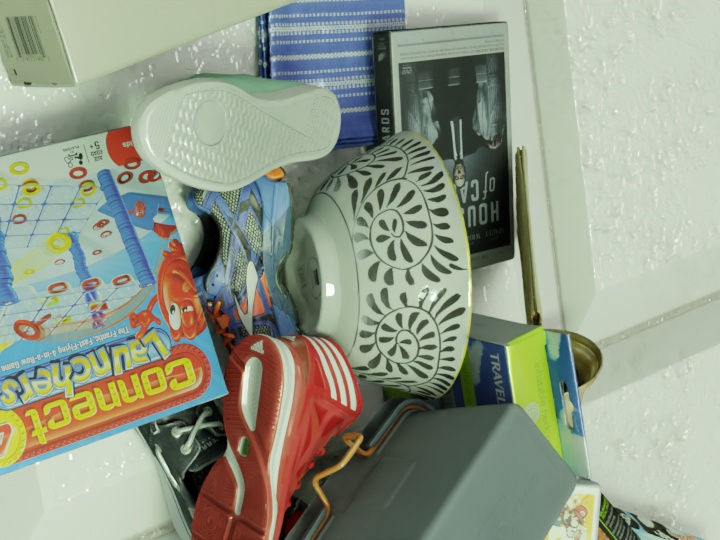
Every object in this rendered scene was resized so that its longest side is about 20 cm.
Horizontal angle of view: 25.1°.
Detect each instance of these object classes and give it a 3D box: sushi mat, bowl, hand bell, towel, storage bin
[{"bbox_3d":[0.136,-0.002,1.307,0.201,0.012,0.096,-89,174,-47],"label":"sushi mat"},{"bbox_3d":[0.000,0.000,1.201,0.093,0.200,0.203,-5,100,-21],"label":"bowl"},{"bbox_3d":[0.167,0.164,1.422,0.104,0.104,0.202,-29,126,-31],"label":"hand bell"},{"bbox_3d":[-0.018,-0.195,1.252,0.144,0.024,0.203,-9,102,-38],"label":"towel"},{"bbox_3d":[0.049,0.173,1.129,0.146,0.134,0.200,51,52,-16],"label":"storage bin"}]

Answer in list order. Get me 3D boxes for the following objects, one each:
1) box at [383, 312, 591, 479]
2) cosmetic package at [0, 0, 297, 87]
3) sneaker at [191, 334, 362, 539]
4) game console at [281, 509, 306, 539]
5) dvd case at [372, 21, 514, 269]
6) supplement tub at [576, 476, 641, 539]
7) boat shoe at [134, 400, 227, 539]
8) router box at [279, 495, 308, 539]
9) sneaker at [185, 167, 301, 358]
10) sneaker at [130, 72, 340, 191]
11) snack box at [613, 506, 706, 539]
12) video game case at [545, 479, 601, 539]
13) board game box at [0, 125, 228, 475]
[{"bbox_3d":[0.090,0.095,1.263,0.047,0.199,0.123,-21,108,-31],"label":"box"},{"bbox_3d":[-0.144,-0.191,1.105,0.199,0.103,0.074,-29,112,-32],"label":"cosmetic package"},{"bbox_3d":[-0.048,0.142,1.160,0.115,0.078,0.202,-3,112,-47],"label":"sneaker"},{"bbox_3d":[0.018,0.293,1.228,0.198,0.119,0.174,12,58,-15],"label":"game console"},{"bbox_3d":[0.070,-0.097,1.319,0.149,0.025,0.203,-13,104,-46],"label":"dvd case"},{"bbox_3d":[0.178,0.251,1.352,0.122,0.122,0.200,-42,94,-25],"label":"supplement tub"},{"bbox_3d":[-0.125,0.123,1.184,0.071,0.067,0.202,-29,113,-31],"label":"boat shoe"},{"bbox_3d":[-0.041,0.285,1.274,0.200,0.062,0.151,44,71,-33],"label":"router box"},{"bbox_3d":[-0.093,0.020,1.203,0.078,0.075,0.203,-6,93,-26],"label":"sneaker"},{"bbox_3d":[-0.116,-0.099,1.121,0.200,0.117,0.075,-10,106,-55],"label":"sneaker"},{"bbox_3d":[0.247,0.286,1.489,0.199,0.037,0.117,23,106,-38],"label":"snack box"},{"bbox_3d":[0.093,0.261,1.269,0.180,0.023,0.203,4,93,-8],"label":"video game case"},{"bbox_3d":[-0.209,0.020,1.080,0.199,0.056,0.198,-18,90,-35],"label":"board game box"}]
